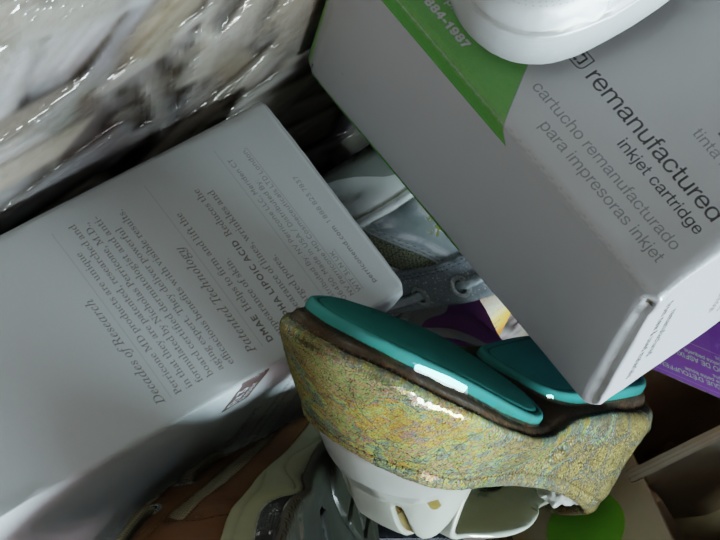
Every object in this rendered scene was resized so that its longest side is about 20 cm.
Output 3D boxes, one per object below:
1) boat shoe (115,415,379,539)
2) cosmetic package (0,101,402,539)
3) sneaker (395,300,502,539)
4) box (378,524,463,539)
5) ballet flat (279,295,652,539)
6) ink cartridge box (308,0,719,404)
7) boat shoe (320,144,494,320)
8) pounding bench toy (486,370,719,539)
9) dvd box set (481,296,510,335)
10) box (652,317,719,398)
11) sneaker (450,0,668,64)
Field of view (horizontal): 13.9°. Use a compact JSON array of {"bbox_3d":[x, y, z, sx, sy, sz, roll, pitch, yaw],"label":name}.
[{"bbox_3d":[-0.038,0.086,0.908,0.074,0.076,0.200,-7,-177,10],"label":"boat shoe"},{"bbox_3d":[-0.097,0.041,0.897,0.200,0.081,0.113,-32,167,-33],"label":"cosmetic package"},{"bbox_3d":[0.062,0.064,1.162,0.073,0.114,0.200,-33,142,7],"label":"sneaker"},{"bbox_3d":[-0.066,0.128,1.201,0.200,0.079,0.141,-34,160,17],"label":"box"},{"bbox_3d":[0.029,0.051,0.902,0.071,0.071,0.200,-43,158,18],"label":"ballet flat"},{"bbox_3d":[0.108,-0.078,0.912,0.200,0.146,0.084,-34,164,-23],"label":"ink cartridge box"},{"bbox_3d":[0.002,-0.001,1.020,0.074,0.065,0.202,-33,179,-25],"label":"boat shoe"},{"bbox_3d":[0.130,0.130,1.052,0.124,0.156,0.200,-28,144,6],"label":"pounding bench toy"},{"bbox_3d":[0.016,0.019,1.240,0.146,0.029,0.200,-35,166,-20],"label":"dvd box set"},{"bbox_3d":[0.182,-0.026,0.969,0.200,0.137,0.039,-40,136,-29],"label":"box"},{"bbox_3d":[0.098,-0.151,0.823,0.200,0.074,0.116,-45,166,-12],"label":"sneaker"}]
